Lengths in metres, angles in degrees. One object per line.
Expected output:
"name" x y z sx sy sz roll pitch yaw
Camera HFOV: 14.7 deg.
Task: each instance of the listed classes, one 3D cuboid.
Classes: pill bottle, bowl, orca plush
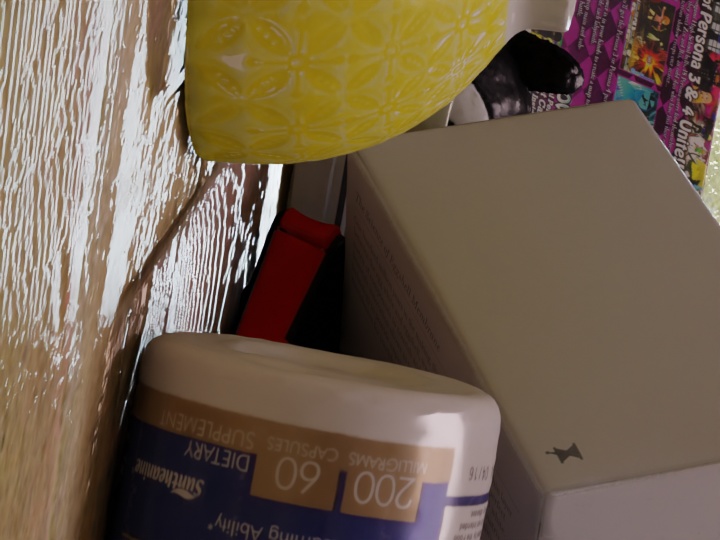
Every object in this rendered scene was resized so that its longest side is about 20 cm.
"pill bottle" -0.028 0.125 0.839 0.111 0.111 0.201 -16 116 -84
"bowl" 0.020 -0.123 0.870 0.200 0.107 0.201 10 90 -85
"orca plush" 0.059 -0.072 1.186 0.105 0.071 0.200 47 30 -61

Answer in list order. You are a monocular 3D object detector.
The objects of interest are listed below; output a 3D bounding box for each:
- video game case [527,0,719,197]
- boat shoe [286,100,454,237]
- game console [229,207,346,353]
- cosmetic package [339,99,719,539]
"video game case" 0.086 -0.095 1.302 0.036 0.181 0.200 -18 -124 61
"boat shoe" 0.000 0.000 1.153 0.072 0.062 0.200 -73 172 -49
"game console" -0.046 0.094 1.076 0.177 0.031 0.200 -65 165 -47
"cosmetic package" 0.076 0.078 1.035 0.200 0.123 0.200 -117 -157 -46
